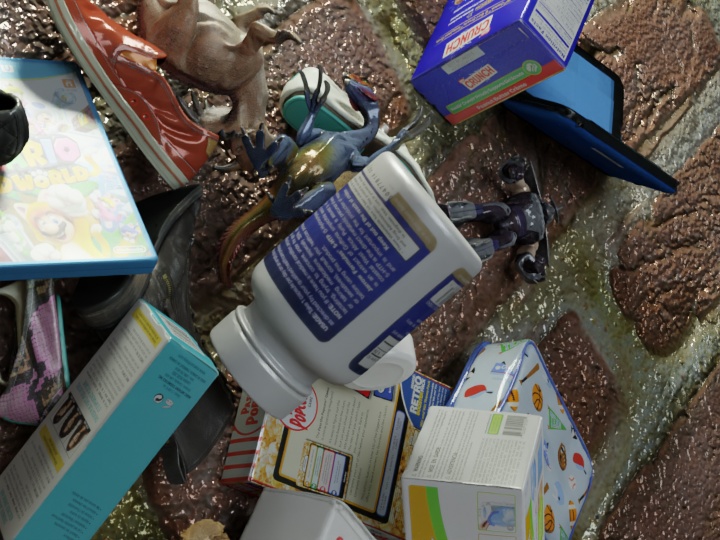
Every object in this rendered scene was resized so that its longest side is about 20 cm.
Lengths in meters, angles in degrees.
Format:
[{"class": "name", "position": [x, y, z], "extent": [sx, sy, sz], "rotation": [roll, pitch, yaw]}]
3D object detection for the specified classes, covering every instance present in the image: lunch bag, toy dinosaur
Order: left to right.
[{"class": "toy dinosaur", "position": [-0.134, -0.180, 1.065], "extent": [0.200, 0.086, 0.136], "rotation": [41, 100, -4]}, {"class": "toy dinosaur", "position": [-0.042, -0.102, 1.075], "extent": [0.105, 0.200, 0.181], "rotation": [50, 23, 3]}, {"class": "lunch bag", "position": [0.152, 0.173, 1.210], "extent": [0.201, 0.075, 0.161], "rotation": [62, 37, -29]}]

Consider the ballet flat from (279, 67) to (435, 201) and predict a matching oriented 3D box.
[{"class": "ballet flat", "position": [0.006, -0.115, 1.182], "extent": [0.200, 0.069, 0.070], "rotation": [42, 56, -25]}]

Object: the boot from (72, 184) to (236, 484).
[{"class": "boot", "position": [-0.146, 0.046, 1.011], "extent": [0.175, 0.068, 0.201], "rotation": [64, 30, -29]}]

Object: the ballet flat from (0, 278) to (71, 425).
[{"class": "ballet flat", "position": [-0.248, 0.012, 0.934], "extent": [0.070, 0.069, 0.203], "rotation": [1, 79, -21]}]

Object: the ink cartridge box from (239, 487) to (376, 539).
[{"class": "ink cartridge box", "position": [-0.054, 0.294, 0.995], "extent": [0.146, 0.084, 0.201], "rotation": [56, 50, -41]}]

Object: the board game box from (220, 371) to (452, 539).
[{"class": "board game box", "position": [-0.015, 0.141, 1.111], "extent": [0.199, 0.046, 0.153], "rotation": [29, 63, -33]}]

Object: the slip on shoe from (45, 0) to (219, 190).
[{"class": "slip on shoe", "position": [-0.183, -0.160, 1.001], "extent": [0.061, 0.074, 0.201], "rotation": [-37, 98, -3]}]

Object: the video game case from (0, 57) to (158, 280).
[{"class": "video game case", "position": [-0.241, -0.078, 0.915], "extent": [0.142, 0.018, 0.201], "rotation": [-3, 53, -37]}]

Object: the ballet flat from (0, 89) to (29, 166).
[{"class": "ballet flat", "position": [-0.309, -0.145, 0.875], "extent": [0.199, 0.057, 0.067], "rotation": [33, 43, 2]}]

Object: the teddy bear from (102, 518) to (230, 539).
[{"class": "teddy bear", "position": [-0.167, 0.261, 0.910], "extent": [0.200, 0.144, 0.067], "rotation": [-40, 142, -35]}]

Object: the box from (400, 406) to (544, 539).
[{"class": "box", "position": [0.100, 0.234, 1.086], "extent": [0.113, 0.100, 0.203], "rotation": [-59, 148, -59]}]

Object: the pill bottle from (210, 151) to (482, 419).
[{"class": "pill bottle", "position": [-0.015, 0.016, 0.987], "extent": [0.199, 0.120, 0.120], "rotation": [-41, 112, 5]}]

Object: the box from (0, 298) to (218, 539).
[{"class": "box", "position": [-0.187, 0.123, 0.882], "extent": [0.049, 0.082, 0.201], "rotation": [38, 90, -31]}]

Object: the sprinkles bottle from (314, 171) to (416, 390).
[{"class": "sprinkles bottle", "position": [0.000, 0.000, 1.103], "extent": [0.068, 0.068, 0.202], "rotation": [16, 52, -37]}]

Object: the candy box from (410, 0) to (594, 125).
[{"class": "candy box", "position": [0.155, -0.263, 1.268], "extent": [0.077, 0.168, 0.201], "rotation": [40, 58, -22]}]

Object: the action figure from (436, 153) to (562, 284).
[{"class": "action figure", "position": [0.145, -0.045, 1.279], "extent": [0.199, 0.069, 0.132], "rotation": [-15, 86, -45]}]

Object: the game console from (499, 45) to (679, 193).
[{"class": "game console", "position": [0.252, -0.187, 1.375], "extent": [0.199, 0.170, 0.120], "rotation": [25, 91, -34]}]
